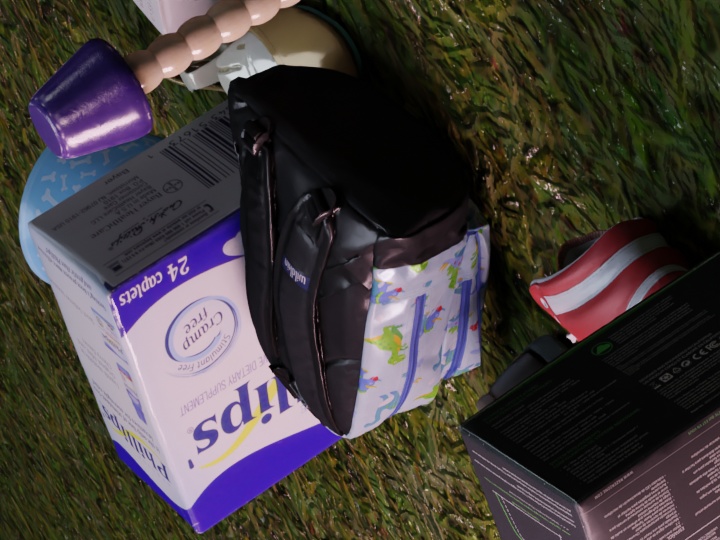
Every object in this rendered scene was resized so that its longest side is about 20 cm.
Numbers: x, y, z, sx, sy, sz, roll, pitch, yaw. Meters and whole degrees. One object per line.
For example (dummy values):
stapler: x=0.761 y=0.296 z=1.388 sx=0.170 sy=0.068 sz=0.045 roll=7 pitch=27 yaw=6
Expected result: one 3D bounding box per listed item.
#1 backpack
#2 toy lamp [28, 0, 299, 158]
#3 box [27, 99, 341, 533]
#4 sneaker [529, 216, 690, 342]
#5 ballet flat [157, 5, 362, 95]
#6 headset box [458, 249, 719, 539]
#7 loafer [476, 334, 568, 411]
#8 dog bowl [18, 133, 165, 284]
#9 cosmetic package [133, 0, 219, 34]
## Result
backpack: x=0.000 y=0.000 z=1.557 sx=0.163 sy=0.153 sz=0.200 roll=42 pitch=134 yaw=36
toy lamp: x=-0.078 y=-0.120 z=1.438 sx=0.058 sy=0.200 sz=0.058 roll=51 pitch=161 yaw=25
box: x=-0.076 y=0.020 z=1.691 sx=0.105 sy=0.184 sz=0.200 roll=37 pitch=153 yaw=45
sneaker: x=0.132 y=0.049 z=1.362 sx=0.113 sy=0.071 sz=0.200 roll=50 pitch=156 yaw=20
ballet flat: x=-0.064 y=-0.118 z=1.631 sx=0.200 sy=0.063 sz=0.069 roll=18 pitch=135 yaw=64
headset box: x=0.162 y=0.115 z=1.222 sx=0.093 sy=0.174 sz=0.200 roll=31 pitch=149 yaw=54
loafer: x=0.098 y=0.117 z=1.576 sx=0.072 sy=0.063 sz=0.200 roll=45 pitch=157 yaw=38
dog bowl: x=-0.121 y=-0.032 z=1.749 sx=0.050 sy=0.200 sz=0.112 roll=24 pitch=102 yaw=41
cosmetic package: x=-0.143 y=-0.242 z=1.628 sx=0.200 sy=0.074 sz=0.102 roll=48 pitch=159 yaw=27
